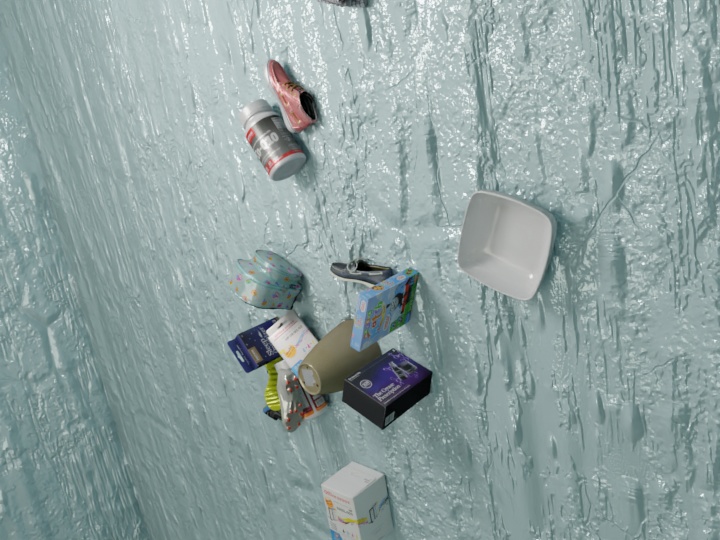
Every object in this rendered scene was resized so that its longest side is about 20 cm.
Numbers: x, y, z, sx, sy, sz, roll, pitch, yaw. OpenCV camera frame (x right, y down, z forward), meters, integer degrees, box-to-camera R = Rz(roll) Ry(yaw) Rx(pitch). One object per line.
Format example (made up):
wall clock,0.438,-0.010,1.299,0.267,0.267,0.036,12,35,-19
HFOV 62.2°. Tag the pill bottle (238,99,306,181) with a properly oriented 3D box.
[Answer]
pill bottle,-0.244,-0.356,1.627,0.201,0.113,0.114,57,136,10

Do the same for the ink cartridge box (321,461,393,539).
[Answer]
ink cartridge box,-0.009,0.724,1.828,0.146,0.144,0.203,3,108,44

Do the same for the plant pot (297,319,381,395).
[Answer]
plant pot,-0.074,0.260,1.657,0.186,0.199,0.190,20,120,38

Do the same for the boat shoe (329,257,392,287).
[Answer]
boat shoe,0.000,0.000,1.565,0.198,0.075,0.063,17,120,38

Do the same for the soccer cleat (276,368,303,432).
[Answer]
soccer cleat,-0.217,0.392,1.809,0.077,0.069,0.203,20,117,51

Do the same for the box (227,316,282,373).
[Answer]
box,-0.307,0.232,1.874,0.122,0.199,0.032,53,135,13

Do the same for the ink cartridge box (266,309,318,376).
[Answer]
ink cartridge box,-0.199,0.218,1.816,0.200,0.115,0.068,48,175,18

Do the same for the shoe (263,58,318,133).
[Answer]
shoe,-0.178,-0.465,1.552,0.090,0.071,0.202,-14,102,45

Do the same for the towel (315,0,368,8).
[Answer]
towel,-0.059,-0.696,1.323,0.165,0.085,0.202,29,125,34

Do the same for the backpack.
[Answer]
backpack,-0.284,0.030,1.768,0.175,0.199,0.155,38,114,29

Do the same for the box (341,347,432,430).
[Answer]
box,0.070,0.298,1.529,0.140,0.199,0.080,25,124,34

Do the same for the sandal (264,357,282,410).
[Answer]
sandal,-0.274,0.357,1.961,0.078,0.087,0.203,-1,85,3

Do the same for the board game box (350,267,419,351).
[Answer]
board game box,0.060,0.093,1.454,0.036,0.199,0.153,30,126,32

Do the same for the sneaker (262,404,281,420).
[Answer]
sneaker,-0.256,0.460,2.029,0.083,0.071,0.199,45,134,-9

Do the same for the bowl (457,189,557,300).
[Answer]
bowl,0.310,-0.060,1.235,0.199,0.074,0.202,29,125,34

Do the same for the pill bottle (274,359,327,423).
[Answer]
pill bottle,-0.190,0.368,1.883,0.109,0.109,0.202,-28,86,47
